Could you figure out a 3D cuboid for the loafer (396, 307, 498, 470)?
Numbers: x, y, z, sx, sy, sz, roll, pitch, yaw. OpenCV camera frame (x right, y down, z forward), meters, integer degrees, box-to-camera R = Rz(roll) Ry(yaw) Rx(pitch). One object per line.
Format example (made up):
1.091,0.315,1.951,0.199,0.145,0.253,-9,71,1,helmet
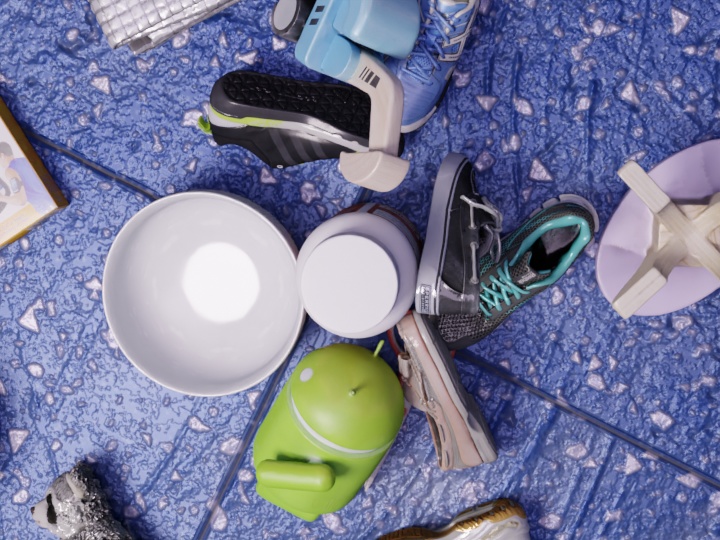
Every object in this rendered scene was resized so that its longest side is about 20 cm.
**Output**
0.071,0.122,1.235,0.062,0.072,0.201,-24,127,8,loafer

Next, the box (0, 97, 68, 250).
-0.396,-0.117,1.305,0.119,0.041,0.201,-32,95,9,box

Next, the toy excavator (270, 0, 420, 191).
0.004,-0.192,1.167,0.099,0.200,0.196,15,107,-37,toy excavator

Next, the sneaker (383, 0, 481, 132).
0.065,-0.227,1.220,0.075,0.077,0.202,20,95,3,sneaker

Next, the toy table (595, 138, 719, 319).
0.304,-0.036,1.205,0.183,0.117,0.201,35,100,1,toy table

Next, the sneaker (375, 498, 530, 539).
0.076,0.296,1.289,0.198,0.076,0.088,-17,95,8,sneaker

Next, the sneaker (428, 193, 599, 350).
0.142,0.001,1.233,0.200,0.091,0.078,-43,93,5,sneaker

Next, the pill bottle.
0.000,0.000,1.197,0.111,0.200,0.113,1,97,6,pill bottle

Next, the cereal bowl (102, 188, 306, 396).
-0.144,0.018,1.271,0.198,0.083,0.202,1,97,8,cereal bowl

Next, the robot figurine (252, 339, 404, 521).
-0.030,0.151,1.241,0.115,0.176,0.201,30,130,-1,robot figurine

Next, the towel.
-0.176,-0.317,1.237,0.199,0.086,0.167,-27,95,7,towel

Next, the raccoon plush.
-0.237,0.270,1.333,0.198,0.097,0.135,10,84,-25,raccoon plush

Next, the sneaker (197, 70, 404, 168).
-0.057,-0.136,1.265,0.198,0.072,0.083,15,137,-4,sneaker

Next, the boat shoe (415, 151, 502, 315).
0.096,-0.036,1.195,0.067,0.200,0.074,6,128,8,boat shoe

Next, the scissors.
0.051,0.130,1.300,0.072,0.014,0.202,7,102,-9,scissors
